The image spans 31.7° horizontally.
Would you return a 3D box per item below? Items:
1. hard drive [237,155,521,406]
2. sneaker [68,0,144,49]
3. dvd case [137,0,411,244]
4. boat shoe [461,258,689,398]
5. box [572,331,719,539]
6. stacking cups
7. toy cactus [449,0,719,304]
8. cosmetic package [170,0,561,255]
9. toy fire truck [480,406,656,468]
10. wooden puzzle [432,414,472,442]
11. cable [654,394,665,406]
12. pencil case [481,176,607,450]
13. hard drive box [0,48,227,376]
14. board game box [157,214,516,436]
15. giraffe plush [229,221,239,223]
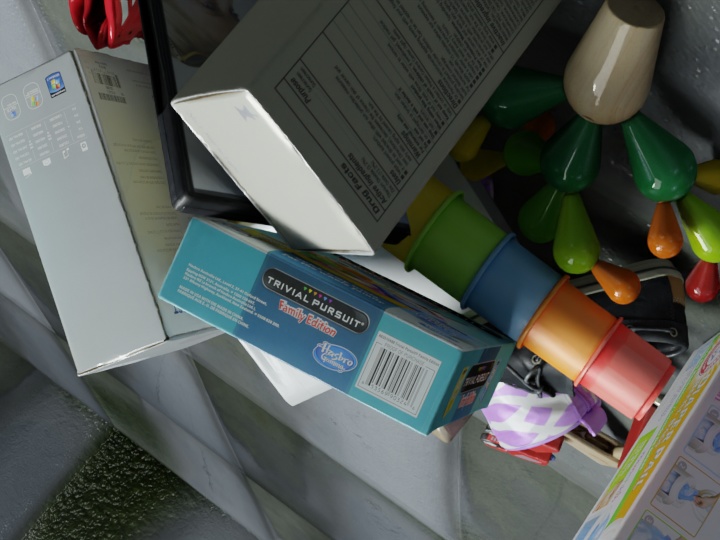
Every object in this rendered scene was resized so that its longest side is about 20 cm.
[{"bbox_3d":[0.000,0.000,0.828,0.198,0.027,0.133,-26,114,24],"label":"hard drive"},{"bbox_3d":[-0.146,-0.177,0.898,0.078,0.116,0.201,25,154,36],"label":"sneaker"},{"bbox_3d":[-0.051,-0.112,0.684,0.141,0.202,0.018,8,148,-38],"label":"dvd case"},{"bbox_3d":[0.115,0.051,0.806,0.075,0.197,0.063,67,-173,-69],"label":"boat shoe"},{"bbox_3d":[0.219,0.136,0.776,0.101,0.201,0.113,37,158,5],"label":"box"},{"bbox_3d":[0.088,0.013,0.733,0.199,0.061,0.061,38,160,9],"label":"stacking cups"},{"bbox_3d":[0.129,-0.078,0.689,0.199,0.102,0.166,36,141,17],"label":"toy cactus"},{"bbox_3d":[0.014,-0.115,0.617,0.073,0.201,0.104,4,140,52],"label":"cosmetic package"},{"bbox_3d":[0.176,0.135,1.050,0.139,0.049,0.200,21,166,7],"label":"toy fire truck"},{"bbox_3d":[0.033,0.034,1.004,0.184,0.200,0.047,36,115,10],"label":"wooden puzzle"},{"bbox_3d":[0.141,0.034,0.917,0.199,0.051,0.097,26,160,33],"label":"cable"},{"bbox_3d":[0.096,0.026,0.883,0.085,0.084,0.202,-18,105,40],"label":"pencil case"},{"bbox_3d":[-0.161,-0.041,0.897,0.203,0.076,0.156,71,-162,4],"label":"hard drive box"},{"bbox_3d":[-0.002,0.028,0.694,0.150,0.047,0.200,26,-176,13],"label":"board game box"},{"bbox_3d":[-0.143,-0.086,1.061,0.172,0.198,0.164,3,109,67],"label":"giraffe plush"}]
